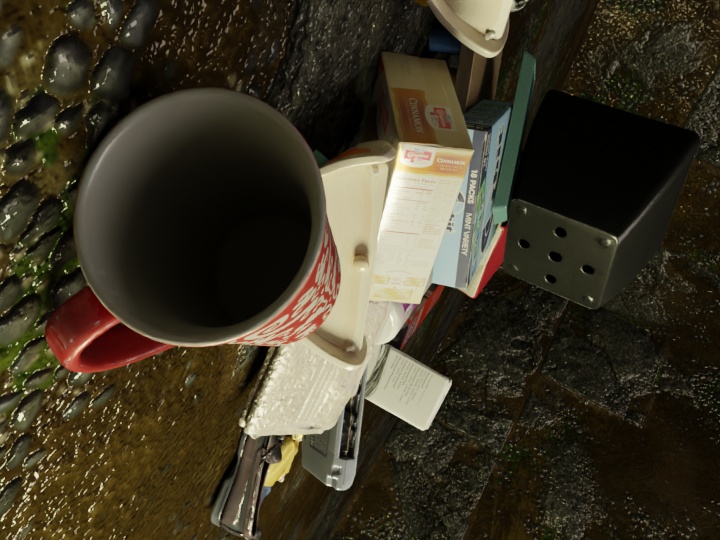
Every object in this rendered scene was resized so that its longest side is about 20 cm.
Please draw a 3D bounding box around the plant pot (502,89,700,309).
[{"bbox_3d":[0.283,-0.076,0.868,0.178,0.198,0.201,-49,151,-31],"label":"plant pot"}]

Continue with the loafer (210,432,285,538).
[{"bbox_3d":[-0.126,0.246,0.873,0.203,0.062,0.072,-66,165,4],"label":"loafer"}]

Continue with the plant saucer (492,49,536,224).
[{"bbox_3d":[0.190,-0.160,0.830,0.070,0.019,0.204,40,61,-73],"label":"plant saucer"}]

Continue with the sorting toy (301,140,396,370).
[{"bbox_3d":[-0.024,-0.043,0.660,0.180,0.105,0.203,-67,167,-66],"label":"sorting toy"}]

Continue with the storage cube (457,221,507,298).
[{"bbox_3d":[0.178,-0.101,1.106,0.180,0.199,0.172,-45,160,-36],"label":"storage cube"}]

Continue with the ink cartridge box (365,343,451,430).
[{"bbox_3d":[0.032,0.155,1.016,0.085,0.198,0.146,-60,167,-6],"label":"ink cartridge box"}]

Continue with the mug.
[{"bbox_3d":[-0.096,-0.010,0.441,0.200,0.174,0.136,62,20,-79],"label":"mug"}]

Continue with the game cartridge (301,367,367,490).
[{"bbox_3d":[-0.037,0.168,0.891,0.133,0.040,0.204,2,-96,62],"label":"game cartridge"}]

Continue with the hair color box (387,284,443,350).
[{"bbox_3d":[0.061,0.036,1.097,0.200,0.110,0.065,-44,158,-56],"label":"hair color box"}]

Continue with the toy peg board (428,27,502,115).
[{"bbox_3d":[0.110,-0.224,0.866,0.200,0.096,0.203,-37,136,-65],"label":"toy peg board"}]

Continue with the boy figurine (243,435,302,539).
[{"bbox_3d":[-0.121,0.283,0.979,0.201,0.064,0.125,-56,163,-16],"label":"boy figurine"}]

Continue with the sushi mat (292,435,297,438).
[{"bbox_3d":[-0.080,0.140,0.890,0.201,0.012,0.097,98,-2,-55],"label":"sushi mat"}]

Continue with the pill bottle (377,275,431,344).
[{"bbox_3d":[0.046,0.001,0.968,0.200,0.111,0.113,-51,163,-42],"label":"pill bottle"}]

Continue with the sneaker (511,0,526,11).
[{"bbox_3d":[0.183,-0.361,0.860,0.200,0.080,0.076,-46,158,-56],"label":"sneaker"}]

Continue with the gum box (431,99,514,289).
[{"bbox_3d":[0.133,-0.096,0.784,0.200,0.044,0.173,-49,146,-61],"label":"gum box"}]

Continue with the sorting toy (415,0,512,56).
[{"bbox_3d":[0.120,-0.341,0.611,0.201,0.105,0.182,97,14,-62],"label":"sorting toy"}]

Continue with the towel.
[{"bbox_3d":[-0.050,0.104,0.764,0.131,0.034,0.203,7,115,-40],"label":"towel"}]

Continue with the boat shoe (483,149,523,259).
[{"bbox_3d":[0.163,-0.081,0.933,0.203,0.070,0.064,-66,169,16],"label":"boat shoe"}]

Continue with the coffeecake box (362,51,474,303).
[{"bbox_3d":[0.042,-0.092,0.699,0.155,0.072,0.202,-96,-165,-44],"label":"coffeecake box"}]
